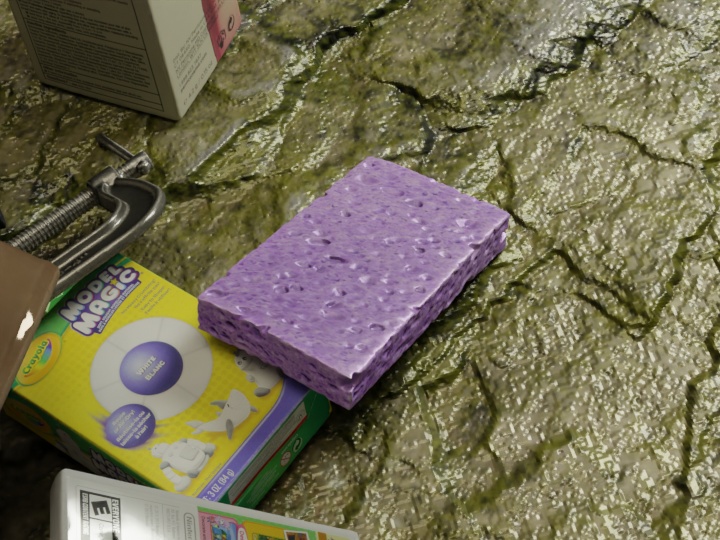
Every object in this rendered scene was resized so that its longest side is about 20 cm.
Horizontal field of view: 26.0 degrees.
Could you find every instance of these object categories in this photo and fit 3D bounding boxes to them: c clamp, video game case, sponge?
[{"bbox_3d":[-0.203,-0.015,1.003,0.199,0.027,0.170,-39,30,-21],"label":"c clamp"},{"bbox_3d":[-0.068,0.201,0.781,0.180,0.022,0.201,17,39,-26],"label":"video game case"},{"bbox_3d":[0.000,0.000,0.957,0.111,0.030,0.200,24,41,21],"label":"sponge"}]

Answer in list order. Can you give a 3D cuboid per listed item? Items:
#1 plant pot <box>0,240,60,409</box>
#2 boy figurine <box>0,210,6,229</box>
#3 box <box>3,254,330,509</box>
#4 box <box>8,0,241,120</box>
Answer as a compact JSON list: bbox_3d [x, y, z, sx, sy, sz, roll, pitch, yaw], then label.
[{"bbox_3d":[-0.274,0.056,0.807,0.173,0.201,0.202,24,54,-10],"label":"plant pot"},{"bbox_3d":[-0.338,-0.023,1.033,0.198,0.065,0.125,-26,54,-12],"label":"boy figurine"},{"bbox_3d":[-0.130,0.067,0.940,0.199,0.049,0.118,26,60,26],"label":"box"},{"bbox_3d":[-0.172,-0.221,1.076,0.126,0.201,0.110,17,57,18],"label":"box"}]
